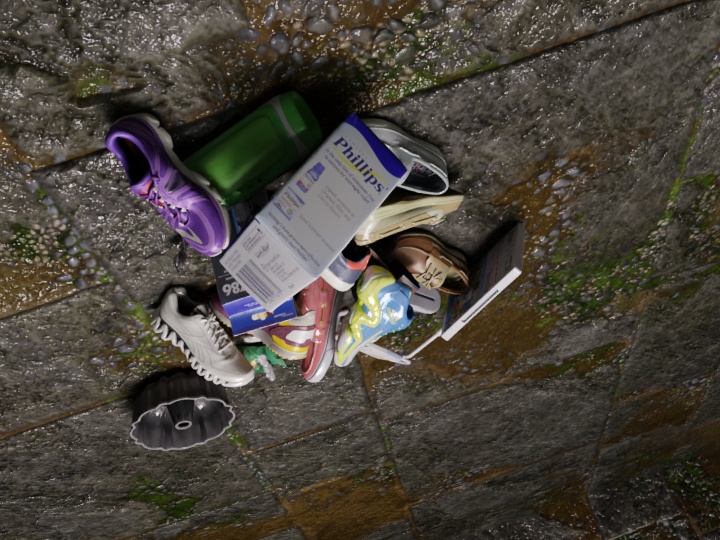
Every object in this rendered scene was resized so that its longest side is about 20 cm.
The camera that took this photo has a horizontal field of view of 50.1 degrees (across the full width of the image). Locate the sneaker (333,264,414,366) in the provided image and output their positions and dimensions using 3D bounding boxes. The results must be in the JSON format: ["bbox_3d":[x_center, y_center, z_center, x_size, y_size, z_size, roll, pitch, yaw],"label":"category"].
[{"bbox_3d":[0.025,0.089,1.220,0.103,0.077,0.203,18,129,-5],"label":"sneaker"}]

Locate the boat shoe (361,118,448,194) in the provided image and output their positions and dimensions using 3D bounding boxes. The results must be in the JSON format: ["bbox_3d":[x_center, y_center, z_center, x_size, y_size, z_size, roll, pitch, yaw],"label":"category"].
[{"bbox_3d":[0.053,-0.155,1.095,0.197,0.073,0.070,12,135,-37],"label":"boat shoe"}]

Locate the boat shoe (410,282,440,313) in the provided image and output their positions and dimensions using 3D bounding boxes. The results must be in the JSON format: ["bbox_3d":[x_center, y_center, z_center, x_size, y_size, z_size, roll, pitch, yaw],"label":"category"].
[{"bbox_3d":[0.053,0.039,1.360,0.198,0.074,0.070,26,149,-33],"label":"boat shoe"}]

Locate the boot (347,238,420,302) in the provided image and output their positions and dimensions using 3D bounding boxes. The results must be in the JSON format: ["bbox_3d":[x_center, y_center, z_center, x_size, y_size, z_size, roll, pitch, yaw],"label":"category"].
[{"bbox_3d":[0.000,0.000,1.232,0.097,0.075,0.199,-43,115,13],"label":"boot"}]

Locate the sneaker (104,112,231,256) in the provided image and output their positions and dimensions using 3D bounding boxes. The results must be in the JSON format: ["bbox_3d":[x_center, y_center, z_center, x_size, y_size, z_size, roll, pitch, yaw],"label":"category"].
[{"bbox_3d":[-0.241,-0.094,0.942,0.080,0.084,0.201,-35,100,27],"label":"sneaker"}]

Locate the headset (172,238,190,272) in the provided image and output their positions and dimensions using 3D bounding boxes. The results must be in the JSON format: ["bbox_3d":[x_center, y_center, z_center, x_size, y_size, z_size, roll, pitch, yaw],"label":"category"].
[{"bbox_3d":[-0.173,-0.009,1.144,0.196,0.096,0.123,23,174,-6],"label":"headset"}]

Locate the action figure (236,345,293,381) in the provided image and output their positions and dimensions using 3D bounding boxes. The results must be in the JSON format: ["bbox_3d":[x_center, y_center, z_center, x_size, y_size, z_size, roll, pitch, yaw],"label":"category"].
[{"bbox_3d":[-0.189,0.161,1.351,0.115,0.056,0.200,0,164,4],"label":"action figure"}]

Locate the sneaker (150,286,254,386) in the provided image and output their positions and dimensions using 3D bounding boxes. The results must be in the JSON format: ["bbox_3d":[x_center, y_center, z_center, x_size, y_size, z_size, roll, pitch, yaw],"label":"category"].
[{"bbox_3d":[-0.246,0.106,1.225,0.082,0.198,0.075,-58,170,27],"label":"sneaker"}]

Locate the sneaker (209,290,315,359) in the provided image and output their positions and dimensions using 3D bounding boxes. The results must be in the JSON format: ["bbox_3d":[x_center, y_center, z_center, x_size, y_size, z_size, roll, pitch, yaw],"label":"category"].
[{"bbox_3d":[-0.154,0.060,1.233,0.075,0.197,0.092,-14,127,-63],"label":"sneaker"}]

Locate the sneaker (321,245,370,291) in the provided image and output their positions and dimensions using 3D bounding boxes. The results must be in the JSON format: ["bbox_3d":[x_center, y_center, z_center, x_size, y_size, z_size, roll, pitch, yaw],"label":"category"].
[{"bbox_3d":[-0.067,-0.058,1.141,0.198,0.076,0.085,35,114,-24],"label":"sneaker"}]

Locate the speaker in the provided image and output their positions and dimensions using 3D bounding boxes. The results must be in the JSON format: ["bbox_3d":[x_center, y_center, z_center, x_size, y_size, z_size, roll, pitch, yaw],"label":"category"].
[{"bbox_3d":[-0.147,-0.146,0.999,0.197,0.090,0.088,-31,144,16],"label":"speaker"}]

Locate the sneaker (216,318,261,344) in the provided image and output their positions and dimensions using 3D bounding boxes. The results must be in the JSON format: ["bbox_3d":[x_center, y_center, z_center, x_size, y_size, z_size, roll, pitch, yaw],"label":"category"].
[{"bbox_3d":[-0.168,0.104,1.338,0.195,0.077,0.089,-8,144,-15],"label":"sneaker"}]

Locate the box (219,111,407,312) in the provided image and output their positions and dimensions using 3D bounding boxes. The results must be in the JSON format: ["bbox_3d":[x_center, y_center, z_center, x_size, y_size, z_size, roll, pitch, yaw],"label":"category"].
[{"bbox_3d":[-0.064,-0.069,0.980,0.201,0.105,0.183,-50,-172,-27],"label":"box"}]

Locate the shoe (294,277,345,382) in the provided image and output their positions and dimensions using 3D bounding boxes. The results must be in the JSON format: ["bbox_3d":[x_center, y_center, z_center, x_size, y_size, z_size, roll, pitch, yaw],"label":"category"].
[{"bbox_3d":[-0.087,0.079,1.275,0.089,0.205,0.071,14,179,-33],"label":"shoe"}]

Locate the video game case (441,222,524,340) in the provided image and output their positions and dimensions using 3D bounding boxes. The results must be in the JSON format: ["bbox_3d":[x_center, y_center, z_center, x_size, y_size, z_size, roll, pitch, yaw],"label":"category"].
[{"bbox_3d":[0.217,0.020,1.364,0.018,0.144,0.200,34,126,-11],"label":"video game case"}]

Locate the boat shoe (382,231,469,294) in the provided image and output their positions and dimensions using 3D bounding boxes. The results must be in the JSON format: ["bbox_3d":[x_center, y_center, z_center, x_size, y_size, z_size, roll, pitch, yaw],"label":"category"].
[{"bbox_3d":[0.124,-0.008,1.327,0.197,0.075,0.076,16,133,-40],"label":"boat shoe"}]

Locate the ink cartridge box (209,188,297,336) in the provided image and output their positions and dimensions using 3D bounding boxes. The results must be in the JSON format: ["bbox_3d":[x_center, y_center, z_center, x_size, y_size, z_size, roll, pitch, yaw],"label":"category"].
[{"bbox_3d":[-0.158,-0.021,1.067,0.097,0.205,0.039,-16,174,-1],"label":"ink cartridge box"}]

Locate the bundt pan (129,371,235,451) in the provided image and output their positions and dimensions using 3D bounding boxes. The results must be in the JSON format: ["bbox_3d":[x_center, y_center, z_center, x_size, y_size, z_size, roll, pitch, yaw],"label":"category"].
[{"bbox_3d":[-0.341,0.261,1.466,0.197,0.077,0.204,-13,144,-9],"label":"bundt pan"}]

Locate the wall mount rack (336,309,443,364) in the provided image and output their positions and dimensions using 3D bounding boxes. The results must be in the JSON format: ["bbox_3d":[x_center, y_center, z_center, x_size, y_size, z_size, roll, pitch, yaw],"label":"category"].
[{"bbox_3d":[0.050,0.118,1.410,0.171,0.076,0.198,1,162,41],"label":"wall mount rack"}]

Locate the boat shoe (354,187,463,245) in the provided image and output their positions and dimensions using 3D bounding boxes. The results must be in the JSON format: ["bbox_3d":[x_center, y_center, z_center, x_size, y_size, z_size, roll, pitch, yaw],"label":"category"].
[{"bbox_3d":[0.073,-0.086,1.163,0.197,0.073,0.065,-16,119,-36],"label":"boat shoe"}]
